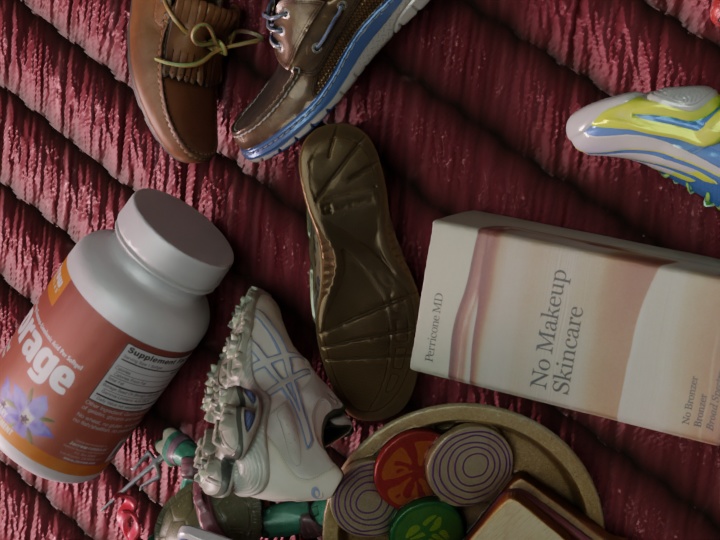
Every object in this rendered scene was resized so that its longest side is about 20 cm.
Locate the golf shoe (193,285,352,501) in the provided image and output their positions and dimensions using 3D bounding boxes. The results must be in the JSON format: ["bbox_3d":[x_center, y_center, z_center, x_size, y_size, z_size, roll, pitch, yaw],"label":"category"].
[{"bbox_3d":[-0.054,0.087,0.950,0.097,0.201,0.079,17,121,-12],"label":"golf shoe"}]

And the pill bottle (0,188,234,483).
[{"bbox_3d":[-0.179,0.045,1.017,0.112,0.112,0.200,42,108,14],"label":"pill bottle"}]

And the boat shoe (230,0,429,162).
[{"bbox_3d":[-0.027,-0.162,0.947,0.072,0.072,0.200,39,101,-21],"label":"boat shoe"}]

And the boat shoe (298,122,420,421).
[{"bbox_3d":[0.000,0.000,0.972,0.073,0.063,0.202,-7,95,-3],"label":"boat shoe"}]

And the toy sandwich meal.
[{"bbox_3d":[0.071,0.184,0.915,0.203,0.070,0.207,1,107,2],"label":"toy sandwich meal"}]

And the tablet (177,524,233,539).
[{"bbox_3d":[-0.057,0.252,0.972,0.129,0.014,0.201,18,139,19],"label":"tablet"}]

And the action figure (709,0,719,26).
[{"bbox_3d":[0.302,-0.145,0.826,0.199,0.052,0.066,6,76,25],"label":"action figure"}]

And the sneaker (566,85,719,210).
[{"bbox_3d":[0.222,-0.058,0.856,0.198,0.076,0.106,-2,94,22],"label":"sneaker"}]

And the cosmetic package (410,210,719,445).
[{"bbox_3d":[0.142,0.031,0.891,0.199,0.087,0.104,11,100,22],"label":"cosmetic package"}]

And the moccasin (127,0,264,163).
[{"bbox_3d":[-0.115,-0.177,0.997,0.077,0.073,0.203,-1,84,33],"label":"moccasin"}]

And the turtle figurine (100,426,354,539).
[{"bbox_3d":[-0.088,0.174,0.999,0.199,0.101,0.150,-28,93,13],"label":"turtle figurine"}]
